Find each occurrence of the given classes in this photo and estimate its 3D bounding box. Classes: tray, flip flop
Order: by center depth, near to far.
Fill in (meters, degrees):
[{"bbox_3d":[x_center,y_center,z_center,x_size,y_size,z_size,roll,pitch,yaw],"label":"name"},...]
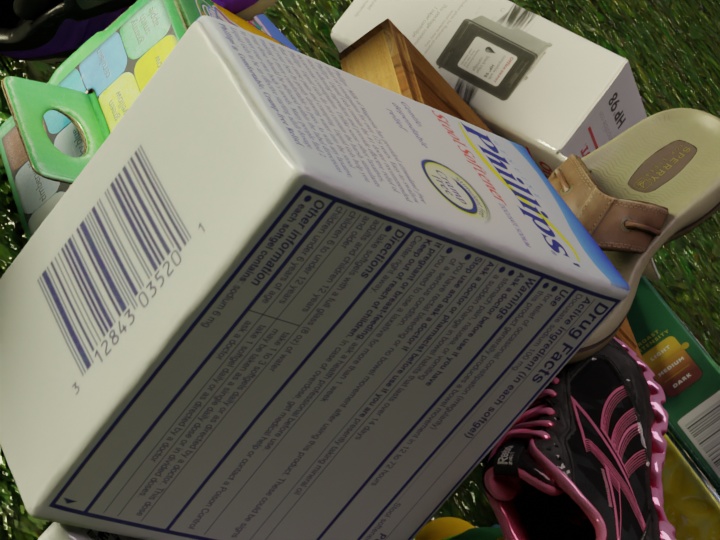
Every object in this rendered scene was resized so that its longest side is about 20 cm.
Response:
[{"bbox_3d":[0.117,-0.028,1.002,0.081,0.058,0.200,34,52,23],"label":"flip flop"},{"bbox_3d":[0.069,-0.030,1.082,0.200,0.037,0.099,43,19,-33],"label":"tray"}]

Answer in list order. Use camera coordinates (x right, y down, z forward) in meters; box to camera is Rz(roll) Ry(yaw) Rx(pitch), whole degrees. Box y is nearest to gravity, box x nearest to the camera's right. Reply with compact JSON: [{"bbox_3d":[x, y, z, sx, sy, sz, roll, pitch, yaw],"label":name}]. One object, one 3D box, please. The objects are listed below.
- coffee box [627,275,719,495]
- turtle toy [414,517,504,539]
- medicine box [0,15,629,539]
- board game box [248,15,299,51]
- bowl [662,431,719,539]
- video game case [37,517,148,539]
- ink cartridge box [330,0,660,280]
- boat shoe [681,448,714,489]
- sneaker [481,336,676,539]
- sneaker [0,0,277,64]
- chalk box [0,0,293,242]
[{"bbox_3d":[0.195,0.084,1.173,0.123,0.044,0.200,49,5,-38],"label":"coffee box"},{"bbox_3d":[0.104,0.191,1.024,0.200,0.101,0.146,44,23,-18],"label":"turtle toy"},{"bbox_3d":[-0.026,0.020,0.874,0.200,0.182,0.103,18,30,-43],"label":"medicine box"},{"bbox_3d":[-0.119,-0.151,1.208,0.200,0.045,0.135,46,22,-14],"label":"board game box"},{"bbox_3d":[0.160,0.167,1.141,0.200,0.108,0.200,52,4,-5],"label":"bowl"},{"bbox_3d":[-0.053,0.128,0.926,0.143,0.018,0.200,49,22,-4],"label":"video game case"},{"bbox_3d":[0.091,-0.085,1.164,0.200,0.067,0.116,31,-13,28],"label":"ink cartridge box"},{"bbox_3d":[0.162,0.130,1.259,0.200,0.073,0.063,37,7,-23],"label":"boat shoe"},{"bbox_3d":[0.088,0.086,0.944,0.095,0.079,0.200,31,32,-37],"label":"sneaker"},{"bbox_3d":[-0.118,-0.144,1.013,0.099,0.200,0.070,0,75,-59],"label":"sneaker"},{"bbox_3d":[-0.080,-0.043,1.000,0.200,0.124,0.125,26,33,-48],"label":"chalk box"}]
